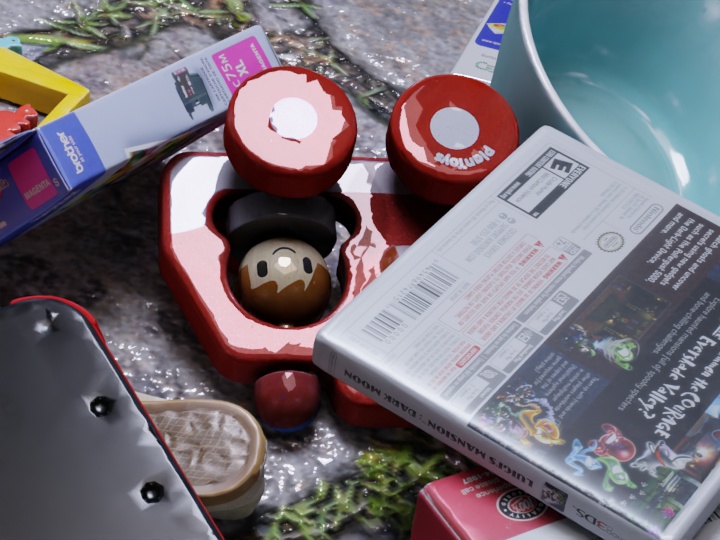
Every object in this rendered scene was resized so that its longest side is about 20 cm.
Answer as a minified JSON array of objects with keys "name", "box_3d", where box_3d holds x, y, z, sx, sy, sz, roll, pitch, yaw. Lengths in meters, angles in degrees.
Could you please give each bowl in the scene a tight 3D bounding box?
[{"name":"bowl","box_3d":[0.146,-0.078,1.168,0.199,0.105,0.202,17,50,-21]}]

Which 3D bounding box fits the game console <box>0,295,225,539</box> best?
[{"name":"game console","box_3d":[-0.157,0.113,0.923,0.176,0.031,0.201,-27,59,-15]}]

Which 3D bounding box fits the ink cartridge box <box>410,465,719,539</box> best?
[{"name":"ink cartridge box","box_3d":[0.129,0.162,0.912,0.145,0.083,0.200,-15,44,-27]}]

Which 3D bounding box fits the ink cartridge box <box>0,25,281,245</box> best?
[{"name":"ink cartridge box","box_3d":[-0.140,-0.058,1.104,0.199,0.119,0.042,-29,91,-46]}]

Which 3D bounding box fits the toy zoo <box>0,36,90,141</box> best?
[{"name":"toy zoo","box_3d":[-0.236,-0.077,1.194,0.130,0.021,0.200,19,40,13]}]

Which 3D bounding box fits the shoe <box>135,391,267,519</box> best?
[{"name":"shoe","box_3d":[-0.138,0.080,1.000,0.198,0.053,0.071,11,68,10]}]

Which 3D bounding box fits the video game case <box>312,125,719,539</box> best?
[{"name":"video game case","box_3d":[0.106,0.027,0.979,0.181,0.023,0.200,29,45,20]}]

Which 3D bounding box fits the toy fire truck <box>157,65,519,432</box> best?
[{"name":"toy fire truck","box_3d":[0.000,0.000,1.084,0.198,0.112,0.169,1,59,-10]}]

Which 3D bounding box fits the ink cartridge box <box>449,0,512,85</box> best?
[{"name":"ink cartridge box","box_3d":[0.125,-0.145,1.333,0.094,0.037,0.201,17,42,12]}]
